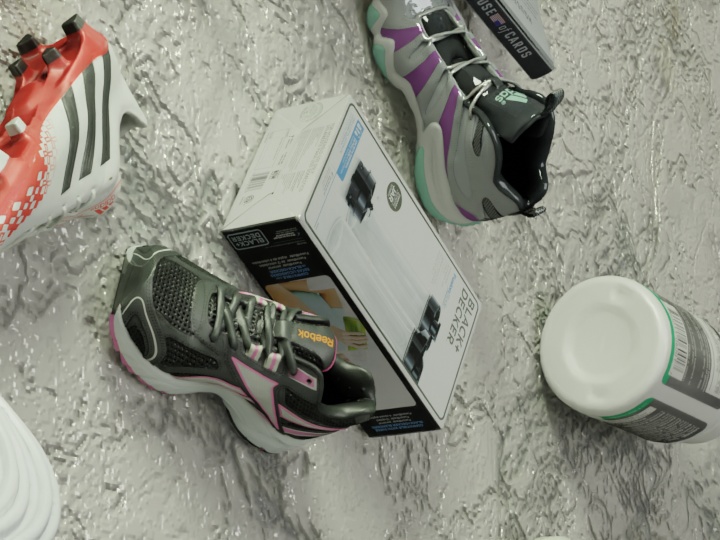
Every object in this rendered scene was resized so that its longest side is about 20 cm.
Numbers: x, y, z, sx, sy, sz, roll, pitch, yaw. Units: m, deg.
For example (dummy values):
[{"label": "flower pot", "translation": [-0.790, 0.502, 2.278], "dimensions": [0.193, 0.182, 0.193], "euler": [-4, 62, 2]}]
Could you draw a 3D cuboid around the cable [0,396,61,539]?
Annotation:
[{"label": "cable", "translation": [-0.211, 0.068, 0.719], "dimensions": [0.200, 0.069, 0.200], "euler": [44, 16, 19]}]

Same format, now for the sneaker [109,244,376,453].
[{"label": "sneaker", "translation": [-0.059, 0.039, 1.049], "dimensions": [0.200, 0.086, 0.081], "euler": [35, 51, -49]}]

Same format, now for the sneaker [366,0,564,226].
[{"label": "sneaker", "translation": [0.086, -0.129, 1.272], "dimensions": [0.078, 0.140, 0.201], "euler": [-30, 108, -32]}]

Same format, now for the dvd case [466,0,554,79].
[{"label": "dvd case", "translation": [0.087, -0.259, 1.378], "dimensions": [0.150, 0.025, 0.201], "euler": [41, 32, -47]}]

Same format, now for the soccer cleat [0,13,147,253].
[{"label": "soccer cleat", "translation": [-0.163, -0.045, 0.923], "dimensions": [0.085, 0.068, 0.201], "euler": [55, 35, -30]}]

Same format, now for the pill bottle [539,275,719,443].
[{"label": "pill bottle", "translation": [0.239, 0.080, 1.504], "dimensions": [0.200, 0.112, 0.114], "euler": [25, 61, -54]}]

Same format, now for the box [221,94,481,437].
[{"label": "box", "translation": [0.000, 0.000, 1.183], "dimensions": [0.200, 0.060, 0.117], "euler": [57, 38, -34]}]

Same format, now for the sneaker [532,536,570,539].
[{"label": "sneaker", "translation": [0.142, 0.230, 1.326], "dimensions": [0.200, 0.088, 0.077], "euler": [-11, 92, -59]}]
